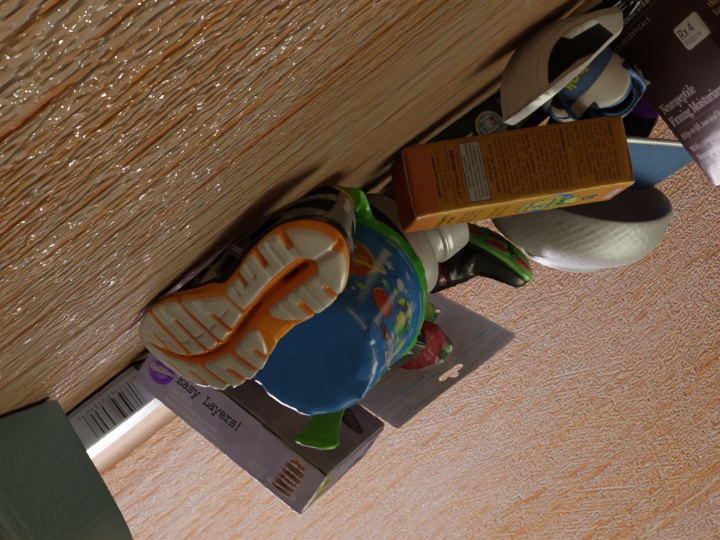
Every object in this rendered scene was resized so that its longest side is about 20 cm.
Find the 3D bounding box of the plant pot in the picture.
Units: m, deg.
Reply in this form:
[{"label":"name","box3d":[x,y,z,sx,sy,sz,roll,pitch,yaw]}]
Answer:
[{"label":"plant pot","box3d":[-0.248,0.232,0.817,0.196,0.200,0.196,-37,179,4]}]

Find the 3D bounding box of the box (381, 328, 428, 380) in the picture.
[{"label":"box","box3d":[-0.032,0.056,1.261,0.048,0.159,0.200,18,134,-41]}]

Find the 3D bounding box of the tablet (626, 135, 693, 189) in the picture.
[{"label":"tablet","box3d":[0.236,-0.112,1.242,0.200,0.014,0.130,2,164,-18]}]

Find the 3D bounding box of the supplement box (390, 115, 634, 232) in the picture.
[{"label":"supplement box","box3d":[0.131,-0.084,1.070,0.200,0.069,0.067,-12,172,-9]}]

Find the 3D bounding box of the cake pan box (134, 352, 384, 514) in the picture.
[{"label":"cake pan box","box3d":[-0.089,0.118,1.124,0.052,0.200,0.184,-55,172,14]}]

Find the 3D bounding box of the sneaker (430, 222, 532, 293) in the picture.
[{"label":"sneaker","box3d":[0.088,-0.012,1.326,0.077,0.200,0.084,-41,143,-71]}]

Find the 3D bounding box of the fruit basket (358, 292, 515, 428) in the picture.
[{"label":"fruit basket","box3d":[0.036,0.082,1.346,0.185,0.200,0.094,-35,140,-30]}]

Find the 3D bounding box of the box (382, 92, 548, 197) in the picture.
[{"label":"box","box3d":[0.126,-0.135,1.248,0.200,0.044,0.160,-37,177,-22]}]

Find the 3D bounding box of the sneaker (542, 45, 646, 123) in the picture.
[{"label":"sneaker","box3d":[0.215,-0.161,1.129,0.074,0.082,0.200,-56,164,7]}]

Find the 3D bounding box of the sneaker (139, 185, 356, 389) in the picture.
[{"label":"sneaker","box3d":[-0.070,0.013,0.816,0.200,0.078,0.077,-30,-157,36]}]

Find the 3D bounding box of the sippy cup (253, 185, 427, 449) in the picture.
[{"label":"sippy cup","box3d":[-0.024,0.038,0.912,0.139,0.178,0.130,-26,-167,18]}]

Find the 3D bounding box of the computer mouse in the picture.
[{"label":"computer mouse","box3d":[0.164,-0.181,0.947,0.200,0.044,0.110,-43,-174,-37]}]

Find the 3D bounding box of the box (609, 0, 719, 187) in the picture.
[{"label":"box","box3d":[0.343,-0.211,1.081,0.164,0.200,0.166,-37,178,-11]}]

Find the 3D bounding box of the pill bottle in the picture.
[{"label":"pill bottle","box3d":[0.000,0.000,1.127,0.200,0.111,0.111,-37,178,-19]}]

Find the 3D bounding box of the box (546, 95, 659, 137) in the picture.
[{"label":"box","box3d":[0.282,-0.188,1.393,0.122,0.106,0.200,-64,172,9]}]

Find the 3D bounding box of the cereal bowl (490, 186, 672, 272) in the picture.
[{"label":"cereal bowl","box3d":[0.227,-0.055,1.326,0.200,0.200,0.083,-34,139,-57]}]

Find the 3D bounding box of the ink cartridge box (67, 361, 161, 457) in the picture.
[{"label":"ink cartridge box","box3d":[-0.257,0.155,1.182,0.196,0.043,0.200,-38,177,4]}]
